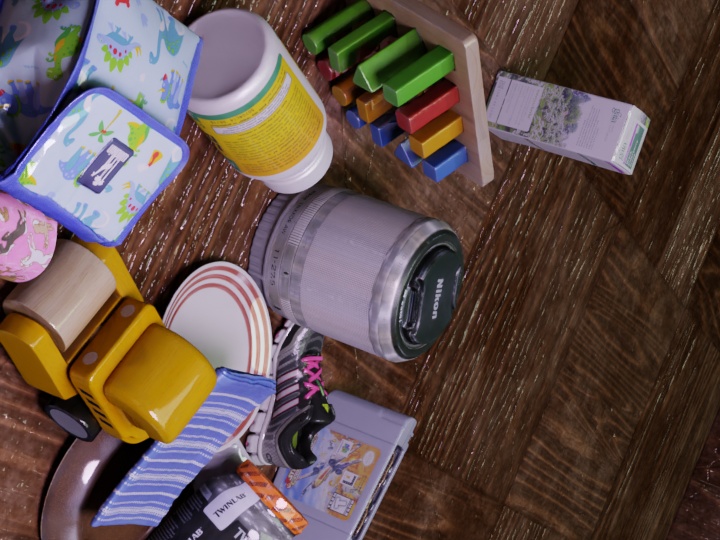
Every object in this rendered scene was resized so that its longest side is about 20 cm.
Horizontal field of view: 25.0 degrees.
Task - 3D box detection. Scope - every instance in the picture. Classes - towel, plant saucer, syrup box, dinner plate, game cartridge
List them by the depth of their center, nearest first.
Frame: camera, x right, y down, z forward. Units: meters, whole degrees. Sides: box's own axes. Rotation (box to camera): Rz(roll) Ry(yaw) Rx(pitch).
[{"bbox_3d":[-0.170,0.176,1.595,0.200,0.024,0.145,-50,162,5],"label":"towel"},{"bbox_3d":[-0.241,0.220,1.643,0.200,0.032,0.200,-42,146,-38],"label":"plant saucer"},{"bbox_3d":[-0.157,0.090,1.689,0.200,0.024,0.201,-7,99,-59],"label":"dinner plate"},{"bbox_3d":[-0.032,0.244,1.934,0.200,0.133,0.042,-63,151,-15],"label":"game cartridge"},{"bbox_3d":[0.266,-0.193,2.112,0.081,0.200,0.079,21,88,-62],"label":"syrup box"}]

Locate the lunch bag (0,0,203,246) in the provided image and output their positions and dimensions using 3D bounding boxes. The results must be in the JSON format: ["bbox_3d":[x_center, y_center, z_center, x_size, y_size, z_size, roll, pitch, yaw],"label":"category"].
[{"bbox_3d":[-0.226,-0.136,1.333,0.170,0.127,0.200,36,64,-60],"label":"lunch bag"}]

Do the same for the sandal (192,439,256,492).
[{"bbox_3d":[-0.150,0.219,1.784,0.079,0.059,0.207,-22,116,-8],"label":"sandal"}]

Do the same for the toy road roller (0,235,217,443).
[{"bbox_3d":[-0.219,0.074,1.471,0.123,0.146,0.200,-54,143,-27],"label":"toy road roller"}]

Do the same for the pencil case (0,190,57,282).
[{"bbox_3d":[-0.331,-0.032,1.286,0.200,0.083,0.087,4,112,-62],"label":"pencil case"}]

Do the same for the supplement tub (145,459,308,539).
[{"bbox_3d":[-0.158,0.301,1.705,0.200,0.123,0.123,-44,147,-6],"label":"supplement tub"}]

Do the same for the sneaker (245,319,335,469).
[{"bbox_3d":[-0.063,0.140,1.861,0.074,0.087,0.200,8,100,-61],"label":"sneaker"}]

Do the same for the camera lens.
[{"bbox_3d":[0.000,0.000,1.765,0.160,0.200,0.160,-38,138,-44],"label":"camera lens"}]

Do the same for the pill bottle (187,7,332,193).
[{"bbox_3d":[-0.100,-0.157,1.583,0.113,0.113,0.200,-62,151,-14],"label":"pill bottle"}]

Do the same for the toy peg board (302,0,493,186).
[{"bbox_3d":[0.032,-0.188,1.731,0.098,0.200,0.199,-35,139,-22],"label":"toy peg board"}]

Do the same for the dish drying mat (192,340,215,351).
[{"bbox_3d":[-0.212,0.108,1.652,0.200,0.018,0.077,-10,117,-59],"label":"dish drying mat"}]
